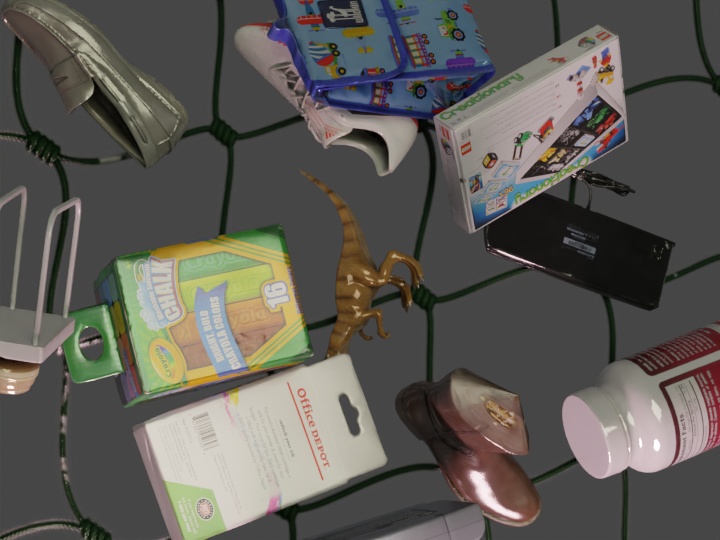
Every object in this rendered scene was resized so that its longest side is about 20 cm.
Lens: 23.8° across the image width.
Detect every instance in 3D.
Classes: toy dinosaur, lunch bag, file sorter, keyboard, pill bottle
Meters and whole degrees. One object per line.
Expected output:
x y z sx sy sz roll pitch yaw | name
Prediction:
0.000 0.000 1.599 0.106 0.060 0.200 3 80 -16 | toy dinosaur
0.001 -0.221 1.580 0.200 0.094 0.151 -4 64 -31 | lunch bag
-0.337 -0.011 1.398 0.200 0.139 0.125 10 99 0 | file sorter
0.220 -0.047 1.698 0.200 0.021 0.127 20 76 -14 | keyboard
0.300 0.125 1.644 0.200 0.113 0.113 -19 87 -19 | pill bottle

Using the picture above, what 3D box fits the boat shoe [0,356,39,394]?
-0.340 0.085 1.418 0.072 0.200 0.065 -1 97 -52 | boat shoe

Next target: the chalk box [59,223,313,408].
-0.162 0.046 1.506 0.200 0.124 0.125 -13 84 -19 | chalk box

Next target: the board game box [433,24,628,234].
0.166 -0.134 1.629 0.200 0.035 0.126 -30 133 -20 | board game box

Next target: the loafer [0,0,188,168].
-0.247 -0.174 1.545 0.200 0.070 0.070 39 63 -8 | loafer

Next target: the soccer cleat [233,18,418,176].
-0.036 -0.163 1.610 0.200 0.069 0.085 31 59 -15 | soccer cleat

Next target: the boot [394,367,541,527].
0.123 0.162 1.535 0.186 0.200 0.064 41 72 -7 | boot

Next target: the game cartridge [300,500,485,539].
0.004 0.247 1.519 0.200 0.133 0.042 -14 93 -19 | game cartridge

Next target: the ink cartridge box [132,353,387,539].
-0.090 0.159 1.539 0.200 0.067 0.117 -18 86 -18 | ink cartridge box
